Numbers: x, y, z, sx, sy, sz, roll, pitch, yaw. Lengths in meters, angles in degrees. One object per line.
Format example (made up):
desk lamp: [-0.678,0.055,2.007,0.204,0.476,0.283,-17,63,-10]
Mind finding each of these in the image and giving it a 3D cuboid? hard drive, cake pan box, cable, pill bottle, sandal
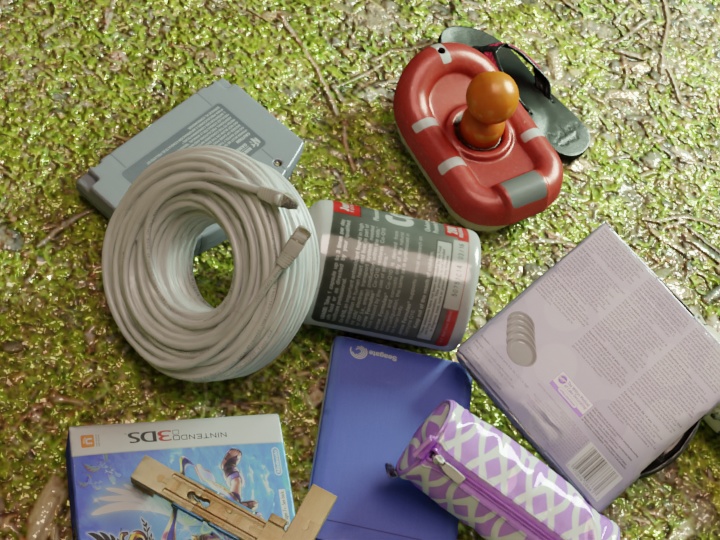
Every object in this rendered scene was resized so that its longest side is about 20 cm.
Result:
hard drive: [0.026,0.159,1.356,0.131,0.025,0.201,13,54,-6]
cake pan box: [0.215,0.088,1.377,0.184,0.052,0.200,-42,78,-6]
cable: [-0.130,-0.007,1.330,0.199,0.201,0.069,34,18,28]
pill bottle: [0.000,0.000,1.403,0.198,0.114,0.115,12,54,-7]
sandal: [0.165,-0.197,1.621,0.200,0.045,0.075,43,58,16]

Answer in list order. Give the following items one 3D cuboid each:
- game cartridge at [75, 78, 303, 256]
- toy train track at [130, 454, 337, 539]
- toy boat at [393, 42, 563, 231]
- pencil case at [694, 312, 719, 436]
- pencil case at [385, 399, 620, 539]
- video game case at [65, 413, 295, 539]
game cartridge: [-0.154,-0.092,1.475,0.133,0.041,0.200,39,56,17]
toy train track: [-0.093,0.208,1.238,0.199,0.033,0.115,27,61,10]
toy boat: [0.119,-0.147,1.521,0.130,0.131,0.201,-22,64,-24]
pencil case: [0.358,0.131,1.427,0.200,0.078,0.089,41,40,14]
pencil case: [0.124,0.190,1.300,0.199,0.085,0.084,35,89,-6]
video game case: [-0.142,0.218,1.262,0.180,0.046,0.201,-3,57,-15]
